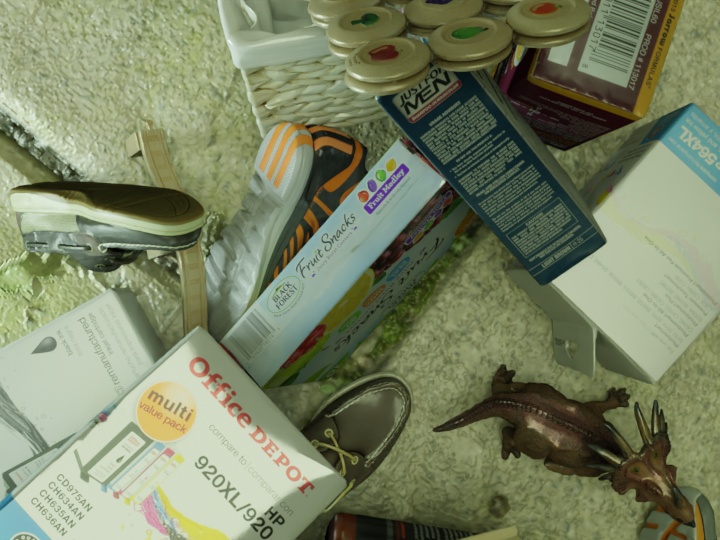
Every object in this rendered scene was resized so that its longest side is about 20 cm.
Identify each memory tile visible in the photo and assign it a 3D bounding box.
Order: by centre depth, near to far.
[{"bbox_3d":[0.044,-0.175,0.649,0.153,0.200,0.017,-16,127,-7],"label":"memory tile"}]

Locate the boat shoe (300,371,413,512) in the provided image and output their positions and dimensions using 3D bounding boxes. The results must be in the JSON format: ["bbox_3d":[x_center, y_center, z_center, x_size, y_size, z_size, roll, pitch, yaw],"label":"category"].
[{"bbox_3d":[-0.035,0.160,0.832,0.200,0.060,0.072,-39,91,-3],"label":"boat shoe"}]

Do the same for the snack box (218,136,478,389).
[{"bbox_3d":[0.000,0.000,0.773,0.053,0.142,0.200,45,102,14],"label":"snack box"}]

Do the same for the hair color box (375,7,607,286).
[{"bbox_3d":[0.085,-0.090,0.711,0.060,0.100,0.200,-36,122,15],"label":"hair color box"}]

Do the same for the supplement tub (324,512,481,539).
[{"bbox_3d":[0.066,0.259,0.814,0.199,0.107,0.107,9,89,-3],"label":"supplement tub"}]

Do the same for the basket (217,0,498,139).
[{"bbox_3d":[-0.006,-0.197,0.788,0.199,0.123,0.136,-11,62,-4],"label":"basket"}]

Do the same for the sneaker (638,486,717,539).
[{"bbox_3d":[0.284,0.277,0.847,0.077,0.078,0.201,-5,93,-16],"label":"sneaker"}]

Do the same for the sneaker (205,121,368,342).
[{"bbox_3d":[-0.048,-0.021,0.824,0.112,0.078,0.200,7,125,-40],"label":"sneaker"}]

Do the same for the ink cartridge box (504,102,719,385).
[{"bbox_3d":[0.219,-0.010,0.813,0.125,0.129,0.200,44,87,-2],"label":"ink cartridge box"}]

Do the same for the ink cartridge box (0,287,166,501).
[{"bbox_3d":[-0.242,0.123,0.809,0.200,0.084,0.146,-29,91,-3],"label":"ink cartridge box"}]

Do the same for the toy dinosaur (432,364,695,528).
[{"bbox_3d":[0.164,0.127,0.805,0.200,0.136,0.086,15,89,-2],"label":"toy dinosaur"}]

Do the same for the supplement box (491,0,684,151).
[{"bbox_3d":[0.161,-0.165,0.775,0.085,0.200,0.111,19,89,-4],"label":"supplement box"}]

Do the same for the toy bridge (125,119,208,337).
[{"bbox_3d":[-0.150,-0.023,0.823,0.027,0.067,0.201,-12,91,-29],"label":"toy bridge"}]

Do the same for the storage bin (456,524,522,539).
[{"bbox_3d":[0.046,0.303,0.698,0.198,0.094,0.200,-10,108,-16],"label":"storage bin"}]

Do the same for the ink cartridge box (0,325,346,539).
[{"bbox_3d":[-0.136,0.158,0.695,0.200,0.145,0.147,-43,92,-13],"label":"ink cartridge box"}]

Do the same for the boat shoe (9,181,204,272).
[{"bbox_3d":[-0.194,-0.031,0.791,0.200,0.073,0.065,11,111,39],"label":"boat shoe"}]
